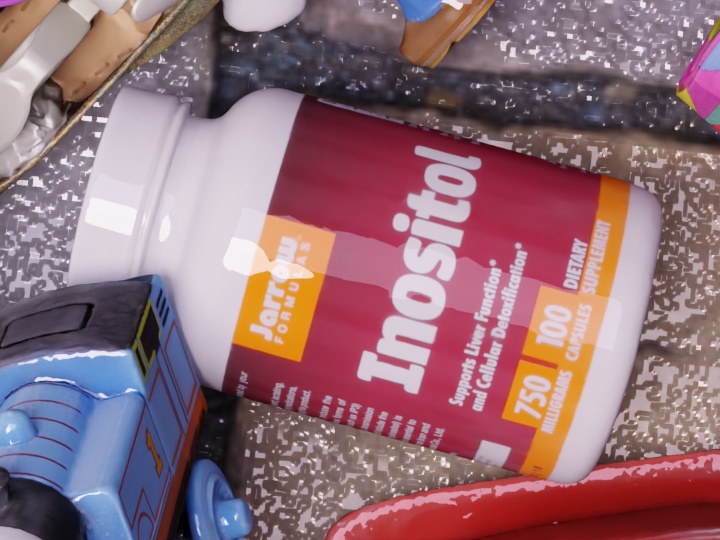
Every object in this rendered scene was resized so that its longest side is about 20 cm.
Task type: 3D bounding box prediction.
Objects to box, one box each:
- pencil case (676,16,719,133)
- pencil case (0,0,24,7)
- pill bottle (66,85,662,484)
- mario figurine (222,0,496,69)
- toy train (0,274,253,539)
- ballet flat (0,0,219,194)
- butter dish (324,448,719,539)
[{"bbox_3d":[0.213,-0.045,1.038,0.200,0.088,0.088,41,83,2],"label":"pencil case"},{"bbox_3d":[-0.134,-0.197,0.983,0.092,0.085,0.201,-4,66,27],"label":"pencil case"},{"bbox_3d":[0.000,0.000,1.006,0.199,0.113,0.113,15,82,0],"label":"pill bottle"},{"bbox_3d":[-0.026,-0.168,1.059,0.200,0.124,0.106,41,124,-4],"label":"mario figurine"},{"bbox_3d":[-0.094,0.087,0.903,0.086,0.200,0.115,-15,113,12],"label":"toy train"},{"bbox_3d":[-0.101,-0.093,1.001,0.071,0.071,0.200,47,110,4],"label":"ballet flat"},{"bbox_3d":[0.096,0.164,0.971,0.199,0.148,0.201,-8,82,-4],"label":"butter dish"}]
